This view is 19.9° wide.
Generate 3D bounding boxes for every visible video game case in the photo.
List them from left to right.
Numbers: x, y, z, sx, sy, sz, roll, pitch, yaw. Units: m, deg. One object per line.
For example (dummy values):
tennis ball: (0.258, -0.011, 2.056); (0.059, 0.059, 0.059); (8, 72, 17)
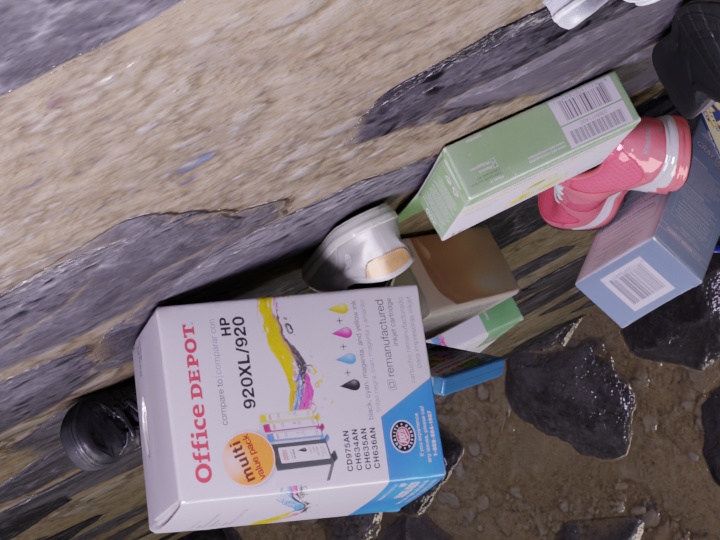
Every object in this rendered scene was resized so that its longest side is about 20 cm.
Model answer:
video game case: (0.012, 0.076, 1.830); (0.198, 0.018, 0.143); (10, -171, 24)

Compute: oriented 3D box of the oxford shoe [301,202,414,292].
oxford shoe: (0.000, 0.000, 1.568); (0.075, 0.058, 0.200); (-28, 174, -12)

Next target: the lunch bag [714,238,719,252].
lunch bag: (0.360, -0.088, 1.999); (0.198, 0.129, 0.170); (-16, 180, 27)

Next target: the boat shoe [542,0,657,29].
boat shoe: (0.128, -0.148, 0.971); (0.074, 0.065, 0.201); (-30, 172, 28)

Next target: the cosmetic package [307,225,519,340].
cosmetic package: (0.049, 0.018, 1.795); (0.105, 0.072, 0.200); (-29, 172, 24)

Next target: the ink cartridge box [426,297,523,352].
ink cartridge box: (0.042, 0.070, 2.065); (0.199, 0.088, 0.145); (-26, 172, -23)

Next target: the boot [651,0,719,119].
boot: (0.283, -0.169, 1.350); (0.153, 0.074, 0.204); (-28, 179, -7)

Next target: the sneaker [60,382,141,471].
sneaker: (-0.163, 0.105, 1.721); (0.104, 0.060, 0.199); (-29, 178, 27)

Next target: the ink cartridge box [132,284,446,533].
ink cartridge box: (-0.059, 0.104, 1.515); (0.198, 0.149, 0.145); (-5, 166, -15)

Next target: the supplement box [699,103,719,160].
supplement box: (0.374, -0.125, 1.527); (0.198, 0.135, 0.200); (-27, -171, 0)

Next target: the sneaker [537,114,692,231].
sneaker: (0.182, -0.086, 1.646); (0.086, 0.075, 0.200); (8, 163, -23)

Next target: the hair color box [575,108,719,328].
hair color box: (0.256, -0.056, 1.700); (0.099, 0.061, 0.201); (-34, -158, 46)

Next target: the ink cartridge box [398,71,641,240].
ink cartridge box: (0.110, -0.070, 1.512); (0.145, 0.048, 0.200); (-25, 170, -15)
